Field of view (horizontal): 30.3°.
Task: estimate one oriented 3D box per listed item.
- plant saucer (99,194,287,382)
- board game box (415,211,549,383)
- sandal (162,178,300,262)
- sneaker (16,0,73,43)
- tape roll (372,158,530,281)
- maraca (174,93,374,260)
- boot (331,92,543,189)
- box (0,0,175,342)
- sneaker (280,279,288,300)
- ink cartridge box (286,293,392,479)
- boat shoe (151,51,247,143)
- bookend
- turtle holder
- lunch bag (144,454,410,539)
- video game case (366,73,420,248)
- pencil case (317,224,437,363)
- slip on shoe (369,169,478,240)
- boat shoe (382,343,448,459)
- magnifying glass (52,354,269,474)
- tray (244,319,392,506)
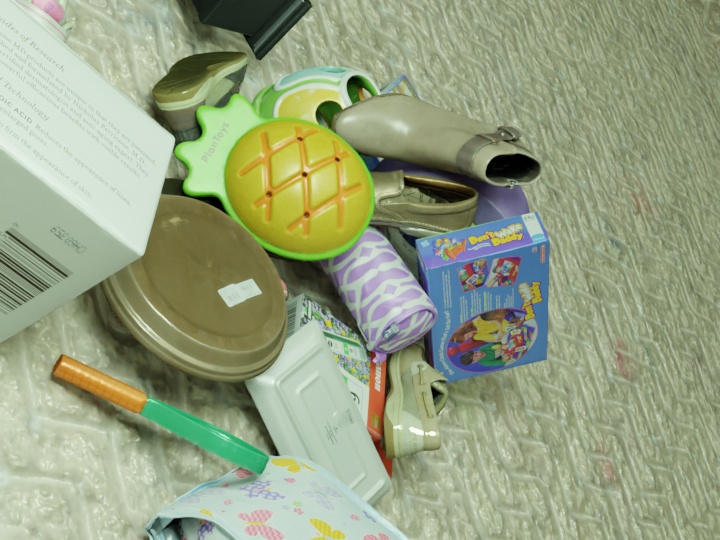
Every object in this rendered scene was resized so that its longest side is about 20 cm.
[{"bbox_3d":[-0.143,0.008,1.185,0.200,0.029,0.200,28,38,-25],"label":"plant saucer"},{"bbox_3d":[0.135,0.035,1.446,0.200,0.134,0.045,83,-8,-48],"label":"board game box"},{"bbox_3d":[-0.139,-0.043,1.326,0.199,0.055,0.082,4,56,-38],"label":"sandal"},{"bbox_3d":[-0.303,-0.203,1.165,0.081,0.088,0.201,34,41,-37],"label":"sneaker"},{"bbox_3d":[0.089,-0.042,1.510,0.200,0.200,0.085,51,33,-19],"label":"tape roll"},{"bbox_3d":[-0.081,-0.090,1.291,0.200,0.107,0.137,28,71,-4],"label":"maraca"},{"bbox_3d":[0.088,-0.130,1.384,0.199,0.070,0.146,-5,26,-36],"label":"boot"},{"bbox_3d":[-0.282,-0.072,0.991,0.200,0.199,0.131,41,37,-31],"label":"box"},{"bbox_3d":[-0.141,0.004,1.261,0.200,0.074,0.087,3,63,-55],"label":"sneaker"},{"bbox_3d":[-0.013,0.123,1.378,0.200,0.050,0.109,38,38,-33],"label":"ink cartridge box"},{"bbox_3d":[-0.164,-0.182,1.381,0.201,0.071,0.066,-64,151,-67],"label":"boat shoe"},{"bbox_3d":[-0.181,-0.341,1.403,0.198,0.092,0.200,2,53,-54],"label":"bookend"},{"bbox_3d":[-0.055,-0.162,1.455,0.185,0.131,0.141,11,59,-52],"label":"turtle holder"},{"bbox_3d":[-0.065,0.253,1.133,0.200,0.127,0.169,39,25,16],"label":"lunch bag"},{"bbox_3d":[0.062,-0.130,1.683,0.200,0.045,0.181,57,33,-10],"label":"video game case"},{"bbox_3d":[0.000,0.000,1.403,0.084,0.085,0.200,13,38,-56],"label":"pencil case"},{"bbox_3d":[0.027,-0.080,1.383,0.199,0.061,0.076,16,43,-13],"label":"slip on shoe"},{"bbox_3d":[0.063,0.135,1.412,0.200,0.065,0.072,-76,161,-67],"label":"boat shoe"},{"bbox_3d":[-0.167,0.123,1.125,0.200,0.080,0.022,30,85,-17],"label":"magnifying glass"},{"bbox_3d":[-0.033,0.158,1.285,0.107,0.022,0.201,-39,112,-39],"label":"tray"}]
